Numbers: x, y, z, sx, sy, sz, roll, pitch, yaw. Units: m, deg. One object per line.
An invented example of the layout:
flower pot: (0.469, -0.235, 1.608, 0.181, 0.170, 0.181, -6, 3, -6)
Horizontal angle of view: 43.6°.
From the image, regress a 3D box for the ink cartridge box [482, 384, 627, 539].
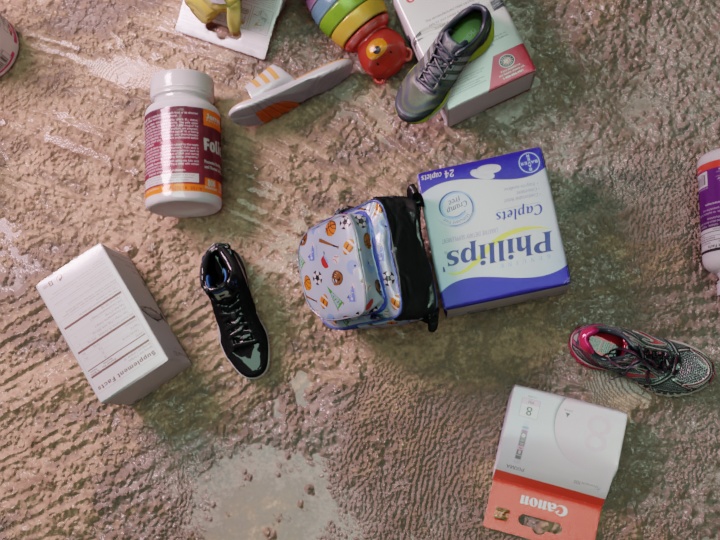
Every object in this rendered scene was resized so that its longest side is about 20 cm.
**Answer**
ink cartridge box: (0.269, 0.276, 1.251, 0.161, 0.057, 0.202, 13, 78, 8)

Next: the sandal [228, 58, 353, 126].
sandal: (-0.112, -0.286, 1.373, 0.205, 0.079, 0.060, -26, 77, -8)

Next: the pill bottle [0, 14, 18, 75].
pill bottle: (-0.618, -0.378, 1.372, 0.112, 0.200, 0.115, -1, 80, 5)

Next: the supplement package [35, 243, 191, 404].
supplement package: (-0.356, 0.081, 1.311, 0.117, 0.117, 0.201, -33, 79, 0)

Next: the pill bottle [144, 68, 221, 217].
pill bottle: (-0.265, -0.189, 1.349, 0.113, 0.114, 0.202, -3, 81, 5)

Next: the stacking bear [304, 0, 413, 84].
stacking bear: (-0.006, -0.379, 1.358, 0.121, 0.114, 0.201, -37, 90, 9)

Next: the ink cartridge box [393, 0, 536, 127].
ink cartridge box: (0.153, -0.342, 1.346, 0.144, 0.084, 0.201, -24, 80, 1)

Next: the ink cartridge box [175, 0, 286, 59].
ink cartridge box: (-0.189, -0.454, 1.423, 0.161, 0.057, 0.202, 19, 104, 9)

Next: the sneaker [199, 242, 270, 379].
sneaker: (-0.190, 0.059, 1.300, 0.072, 0.112, 0.202, -18, 79, 3)

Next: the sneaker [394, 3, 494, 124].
sneaker: (0.114, -0.295, 1.259, 0.074, 0.081, 0.201, 35, 88, 10)

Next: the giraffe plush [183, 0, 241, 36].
giraffe plush: (-0.189, -0.464, 1.321, 0.162, 0.173, 0.200, -44, 50, -11)

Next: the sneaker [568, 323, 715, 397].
sneaker: (0.390, 0.125, 1.249, 0.198, 0.075, 0.081, 12, 82, 7)

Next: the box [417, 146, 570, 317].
box: (0.188, -0.051, 1.284, 0.182, 0.105, 0.202, -12, 80, 4)

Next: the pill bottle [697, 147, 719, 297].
pill bottle: (0.529, -0.066, 1.247, 0.111, 0.112, 0.202, -1, 81, 6)

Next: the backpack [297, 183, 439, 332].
backpack: (0.000, 0.000, 1.249, 0.153, 0.190, 0.202, -1, 78, -34)
